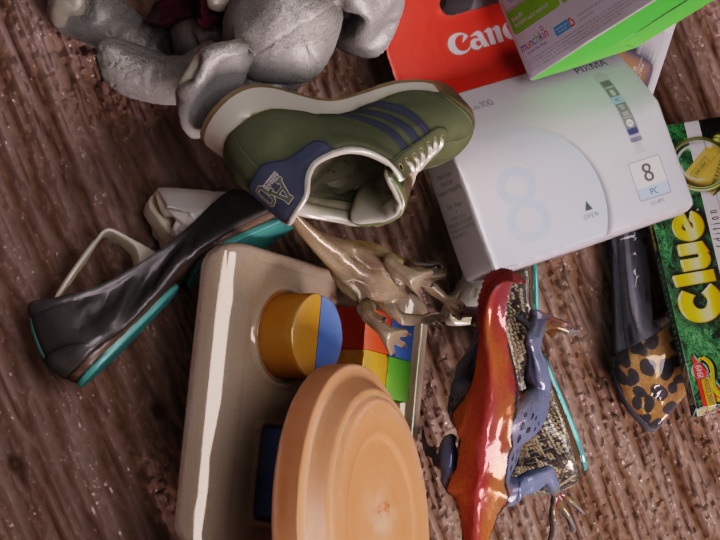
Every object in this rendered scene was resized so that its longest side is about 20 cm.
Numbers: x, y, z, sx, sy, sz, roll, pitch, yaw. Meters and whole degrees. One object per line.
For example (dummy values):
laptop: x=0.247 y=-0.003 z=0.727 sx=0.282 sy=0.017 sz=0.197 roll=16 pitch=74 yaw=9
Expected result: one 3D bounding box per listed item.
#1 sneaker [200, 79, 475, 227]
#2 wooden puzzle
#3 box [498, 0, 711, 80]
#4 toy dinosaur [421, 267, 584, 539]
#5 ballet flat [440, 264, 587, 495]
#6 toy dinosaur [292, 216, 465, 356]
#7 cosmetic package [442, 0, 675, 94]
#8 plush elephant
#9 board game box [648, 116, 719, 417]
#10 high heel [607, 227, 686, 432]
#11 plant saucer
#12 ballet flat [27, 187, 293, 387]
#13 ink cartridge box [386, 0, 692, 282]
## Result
sneaker: x=0.004 y=-0.060 z=1.452 sx=0.200 sy=0.067 sz=0.090 roll=-3 pitch=46 yaw=-43
wooden puzzle: x=-0.024 y=0.089 z=1.529 sx=0.200 sy=0.046 sz=0.186 roll=15 pitch=78 yaw=-49
box: x=0.152 y=-0.236 z=1.521 sx=0.097 sy=0.200 sz=0.177 roll=-18 pitch=84 yaw=-29
toy dinosaur: x=0.065 y=0.111 z=1.546 sx=0.200 sy=0.105 sz=0.182 roll=45 pitch=58 yaw=-58
ballet flat: x=0.094 y=0.052 z=1.624 sx=0.075 sy=0.068 sz=0.200 roll=-13 pitch=93 yaw=-7
toy dinosaur: x=0.000 y=0.000 z=1.521 sx=0.058 sy=0.101 sz=0.200 roll=-54 pitch=143 yaw=5
cosmetic package: x=0.125 y=-0.145 z=1.662 sx=0.151 sy=0.052 sz=0.200 roll=25 pitch=74 yaw=-21
plush elephant: x=-0.069 y=-0.152 z=1.477 sx=0.165 sy=0.155 sz=0.200 roll=-30 pitch=83 yaw=-26
board game box: x=0.251 y=-0.007 z=1.664 sx=0.105 sy=0.023 sz=0.200 roll=-11 pitch=73 yaw=-3
high heel: x=0.264 y=0.040 z=1.700 sx=0.200 sy=0.071 sz=0.143 roll=0 pitch=79 yaw=-12
plant saucer: x=0.000 y=0.155 z=1.461 sx=0.200 sy=0.032 sz=0.201 roll=-4 pitch=90 yaw=-68
ballet flat: x=-0.121 y=-0.009 z=1.509 sx=0.200 sy=0.068 sz=0.068 roll=-37 pitch=85 yaw=-31
ink cartridge box: x=0.111 y=-0.109 z=1.591 sx=0.160 sy=0.047 sz=0.200 roll=-18 pitch=90 yaw=-27
